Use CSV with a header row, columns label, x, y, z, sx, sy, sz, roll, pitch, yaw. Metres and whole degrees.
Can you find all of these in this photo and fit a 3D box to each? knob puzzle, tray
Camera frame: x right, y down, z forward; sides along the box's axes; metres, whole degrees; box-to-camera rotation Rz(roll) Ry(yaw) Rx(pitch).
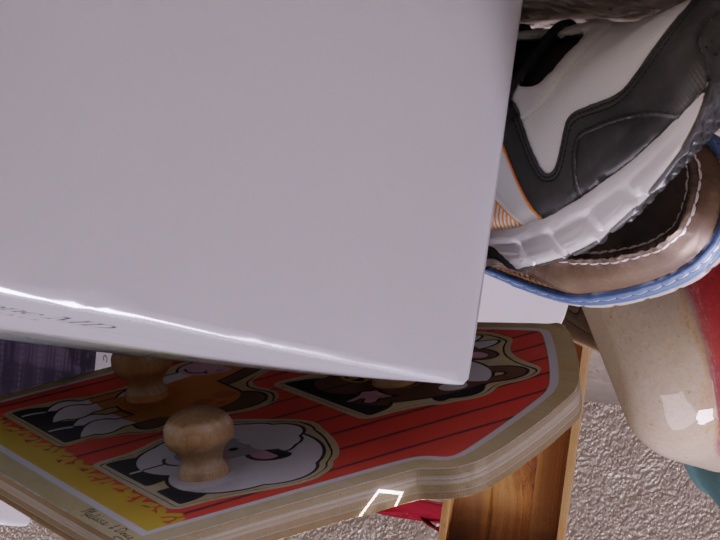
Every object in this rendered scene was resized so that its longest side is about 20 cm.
label,x,y,z,sx,sy,sz,roll,pitch,yaw
knob puzzle,-0.019,0.035,0.618,0.220,0.030,0.220,-7,-168,1
tray,0.124,0.127,1.552,0.099,0.200,0.037,8,175,9

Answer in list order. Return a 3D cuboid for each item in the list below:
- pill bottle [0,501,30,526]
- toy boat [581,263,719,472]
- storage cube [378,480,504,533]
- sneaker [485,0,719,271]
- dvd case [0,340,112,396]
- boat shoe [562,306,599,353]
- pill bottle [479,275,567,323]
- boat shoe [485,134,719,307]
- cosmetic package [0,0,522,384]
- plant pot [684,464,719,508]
label,x,y,z,sx,sy,sz,roll,pitch,yaw
pill bottle,-0.199,0.029,1.034,0.111,0.200,0.111,8,174,1
toy boat,0.162,0.005,0.801,0.131,0.131,0.200,-25,166,14
storage cube,0.078,0.128,1.688,0.171,0.200,0.180,7,168,22
sneaker,0.041,-0.044,0.595,0.080,0.074,0.200,52,147,-7
dvd case,-0.142,-0.023,0.669,0.016,0.149,0.200,-2,170,32
boat shoe,0.173,0.008,0.941,0.200,0.072,0.065,3,-174,3
pill bottle,0.000,0.000,0.929,0.200,0.104,0.104,4,173,44
boat shoe,0.045,-0.029,0.724,0.200,0.072,0.072,3,171,45
cosmetic package,-0.097,-0.045,0.527,0.200,0.123,0.199,2,172,40
plant pot,0.366,0.150,1.573,0.200,0.200,0.188,12,-171,-32
